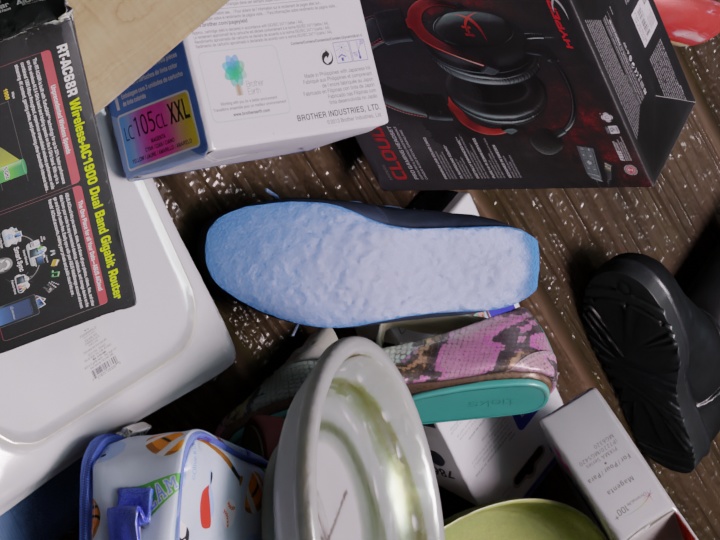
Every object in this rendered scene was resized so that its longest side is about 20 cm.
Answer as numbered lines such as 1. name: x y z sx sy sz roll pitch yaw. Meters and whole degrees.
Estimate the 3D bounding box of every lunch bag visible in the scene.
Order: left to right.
1. lunch bag: -0.093 0.175 1.377 0.160 0.075 0.201 31 57 -65

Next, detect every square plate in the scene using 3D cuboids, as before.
1. square plate: -0.161 -0.003 1.367 0.200 0.028 0.199 -33 102 -41

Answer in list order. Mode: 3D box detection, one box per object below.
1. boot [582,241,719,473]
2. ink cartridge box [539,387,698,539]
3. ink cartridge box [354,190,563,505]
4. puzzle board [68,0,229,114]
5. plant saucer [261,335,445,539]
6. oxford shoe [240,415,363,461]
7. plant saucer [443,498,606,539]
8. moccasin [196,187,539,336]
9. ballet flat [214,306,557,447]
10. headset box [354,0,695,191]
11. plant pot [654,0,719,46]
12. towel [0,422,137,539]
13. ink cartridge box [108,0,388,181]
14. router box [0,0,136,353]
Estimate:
1. boot: 0.229 0.020 1.818 0.163 0.073 0.199 -49 137 -27
2. ink cartridge box: 0.182 0.174 1.678 0.043 0.174 0.200 -32 159 0
3. ink cartridge box: 0.061 0.057 1.663 0.100 0.039 0.200 -48 128 -31
4. puzzle board: -0.115 -0.185 1.328 0.200 0.017 0.151 -44 103 -30
5. plant saucer: -0.009 0.136 1.429 0.200 0.050 0.201 -8 90 -70
6. oxford shoe: -0.028 0.172 1.530 0.074 0.070 0.201 -5 120 -19
7. plant saucer: 0.066 0.220 1.667 0.199 0.031 0.201 -17 123 -27
8. moccasin: 0.000 0.000 1.543 0.199 0.068 0.081 8 94 -21
9. ballet flat: 0.011 0.060 1.560 0.199 0.071 0.069 -11 148 -7
10. headset box: 0.062 -0.121 1.510 0.075 0.199 0.149 -59 136 -36
11. plant pot: 0.140 -0.233 1.580 0.200 0.200 0.183 9 98 -49
12. towel: -0.199 0.103 1.368 0.200 0.048 0.112 -38 115 -39
13. ink cartridge box: -0.075 -0.157 1.415 0.136 0.076 0.201 -12 89 -46
14. router box: -0.189 -0.040 1.212 0.149 0.062 0.200 -20 142 -11
